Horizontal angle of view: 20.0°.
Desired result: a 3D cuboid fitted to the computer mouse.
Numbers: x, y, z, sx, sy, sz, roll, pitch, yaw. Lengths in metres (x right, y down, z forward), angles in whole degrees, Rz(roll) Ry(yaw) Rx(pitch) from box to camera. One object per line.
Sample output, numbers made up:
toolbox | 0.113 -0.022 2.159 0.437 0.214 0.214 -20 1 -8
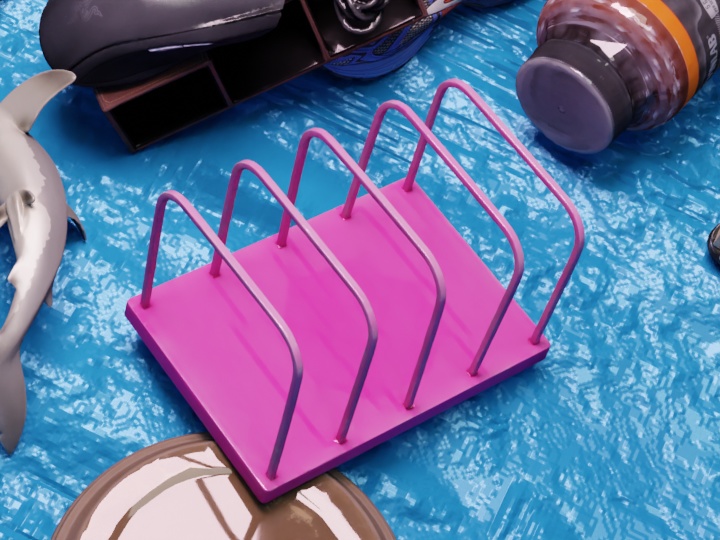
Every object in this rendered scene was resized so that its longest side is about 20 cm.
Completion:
computer mouse | -0.091 -0.185 1.137 0.200 0.046 0.141 -12 74 4

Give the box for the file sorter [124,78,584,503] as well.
file sorter | 0.000 0.000 1.096 0.200 0.125 0.139 -25 62 -29

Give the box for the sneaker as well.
sneaker | 0.039 -0.188 1.255 0.200 0.078 0.075 -33 70 -23

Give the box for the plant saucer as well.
plant saucer | -0.067 0.171 1.061 0.200 0.029 0.200 5 60 -9

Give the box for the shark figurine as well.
shark figurine | -0.181 -0.018 1.124 0.128 0.090 0.215 -27 55 13

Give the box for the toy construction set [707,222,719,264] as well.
toy construction set | 0.287 -0.030 1.212 0.131 0.092 0.200 28 49 5

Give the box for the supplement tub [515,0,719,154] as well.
supplement tub | 0.180 -0.157 1.250 0.107 0.107 0.200 38 62 12

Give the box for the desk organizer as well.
desk organizer | -0.067 -0.152 1.185 0.200 0.072 0.077 -25 70 0
